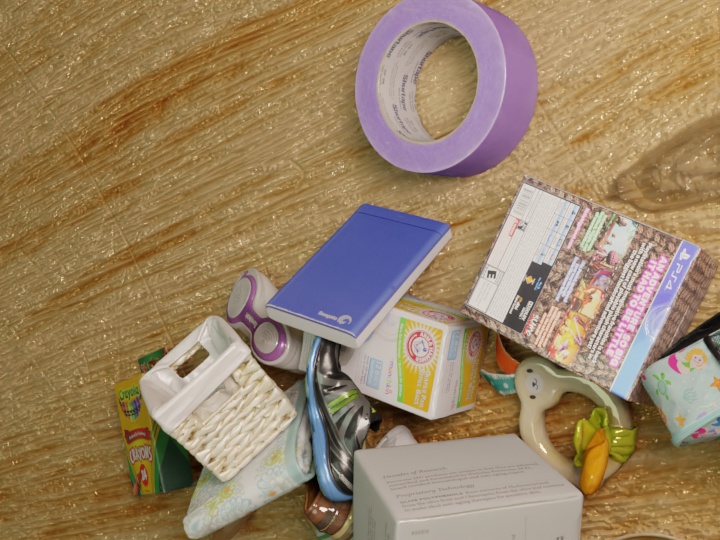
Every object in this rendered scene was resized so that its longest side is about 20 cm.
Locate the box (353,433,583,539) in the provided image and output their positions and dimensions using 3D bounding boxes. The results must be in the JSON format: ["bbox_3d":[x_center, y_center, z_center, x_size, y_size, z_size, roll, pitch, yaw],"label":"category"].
[{"bbox_3d":[0.103,0.298,0.988,0.171,0.198,0.201,-143,51,-70],"label":"box"}]

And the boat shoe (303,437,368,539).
[{"bbox_3d":[-0.035,0.232,1.149,0.072,0.067,0.201,-51,20,24],"label":"boat shoe"}]

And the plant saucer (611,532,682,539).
[{"bbox_3d":[0.315,0.368,0.985,0.199,0.035,0.203,1,91,36],"label":"plant saucer"}]

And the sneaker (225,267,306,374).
[{"bbox_3d":[-0.115,0.073,1.261,0.075,0.099,0.200,-50,40,12],"label":"sneaker"}]

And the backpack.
[{"bbox_3d":[0.364,0.093,0.860,0.199,0.177,0.152,-34,67,35],"label":"backpack"}]

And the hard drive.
[{"bbox_3d":[0.000,0.000,1.116,0.131,0.200,0.026,16,138,34],"label":"hard drive"}]

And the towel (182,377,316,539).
[{"bbox_3d":[-0.121,0.225,1.163,0.171,0.200,0.048,-35,106,18],"label":"towel"}]

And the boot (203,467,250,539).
[{"bbox_3d":[-0.201,0.261,1.337,0.143,0.070,0.203,27,101,37],"label":"boot"}]

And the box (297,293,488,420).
[{"bbox_3d":[0.039,0.088,1.134,0.199,0.101,0.114,17,101,34],"label":"box"}]

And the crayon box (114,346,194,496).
[{"bbox_3d":[-0.304,0.221,1.390,0.127,0.050,0.202,-25,75,55],"label":"crayon box"}]

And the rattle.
[{"bbox_3d":[0.184,0.151,1.015,0.200,0.142,0.131,46,132,19],"label":"rattle"}]

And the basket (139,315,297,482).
[{"bbox_3d":[-0.175,0.153,1.167,0.135,0.200,0.124,-42,105,-9],"label":"basket"}]

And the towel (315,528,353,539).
[{"bbox_3d":[0.050,0.362,1.140,0.152,0.023,0.201,-35,95,31],"label":"towel"}]

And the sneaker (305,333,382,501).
[{"bbox_3d":[-0.019,0.156,1.083,0.082,0.071,0.202,-8,75,-2],"label":"sneaker"}]

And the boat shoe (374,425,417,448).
[{"bbox_3d":[0.020,0.274,1.181,0.201,0.073,0.066,-56,31,29],"label":"boat shoe"}]

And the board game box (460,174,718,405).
[{"bbox_3d":[0.232,0.019,0.981,0.199,0.097,0.161,28,95,32],"label":"board game box"}]

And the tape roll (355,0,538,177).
[{"bbox_3d":[0.096,-0.210,1.097,0.198,0.085,0.202,0,91,36],"label":"tape roll"}]
